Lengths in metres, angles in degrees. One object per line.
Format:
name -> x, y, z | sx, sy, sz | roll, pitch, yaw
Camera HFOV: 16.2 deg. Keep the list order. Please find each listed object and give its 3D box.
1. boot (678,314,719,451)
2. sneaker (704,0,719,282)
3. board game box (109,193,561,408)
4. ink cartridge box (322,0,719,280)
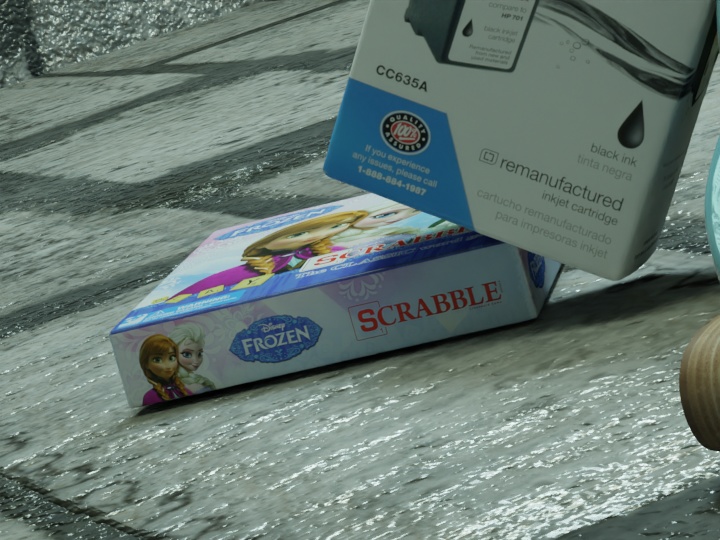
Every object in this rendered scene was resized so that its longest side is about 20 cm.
boot -> 0.211, -0.002, 0.837 | 0.155, 0.077, 0.200 | -9, 15, 39
sneaker -> 0.183, -0.024, 1.024 | 0.079, 0.131, 0.201 | -1, 51, 14
board game box -> 0.000, 0.000, 1.230 | 0.199, 0.041, 0.200 | -13, 11, 14
ink cartridge box -> 0.084, -0.118, 1.101 | 0.146, 0.201, 0.086 | 20, 18, 13
